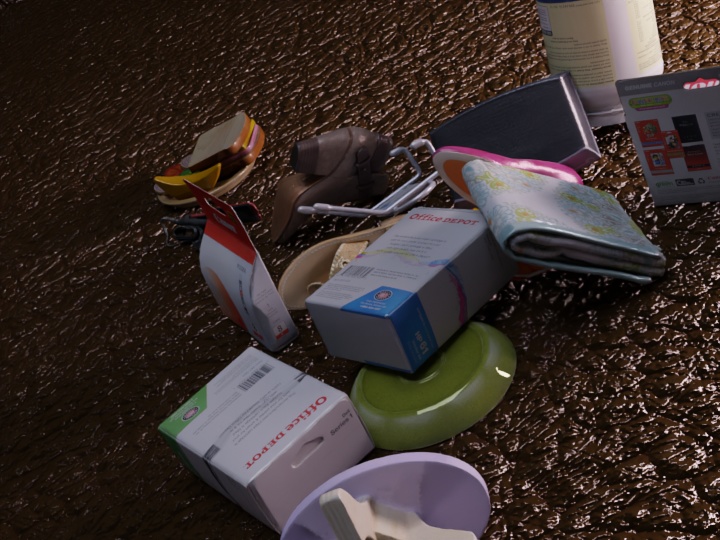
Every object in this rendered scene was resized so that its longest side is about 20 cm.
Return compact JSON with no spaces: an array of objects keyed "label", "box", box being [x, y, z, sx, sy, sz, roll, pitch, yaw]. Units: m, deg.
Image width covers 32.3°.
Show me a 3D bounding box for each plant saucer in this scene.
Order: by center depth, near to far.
[{"label":"plant saucer","box":[0.072,0.114,1.360,0.200,0.031,0.200,-20,31,13]}]

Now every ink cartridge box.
[{"label":"ink cartridge box","box":[-0.103,0.179,1.346,0.146,0.084,0.200,-41,33,-20]},{"label":"ink cartridge box","box":[0.407,-0.171,1.379,0.200,0.176,0.084,-3,38,35]},{"label":"ink cartridge box","box":[0.061,0.016,1.407,0.144,0.085,0.200,8,42,49]},{"label":"ink cartridge box","box":[-0.166,-0.007,1.565,0.050,0.200,0.162,-37,31,-15]}]

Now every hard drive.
[{"label":"hard drive","box":[0.191,-0.163,1.585,0.200,0.135,0.042,-22,-10,20]}]

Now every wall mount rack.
[{"label":"wall mount rack","box":[0.016,-0.102,1.629,0.174,0.075,0.200,-36,7,-10]}]

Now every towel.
[{"label":"towel","box":[0.221,-0.053,1.372,0.200,0.048,0.171,12,25,-19]}]

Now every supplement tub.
[{"label":"supplement tub","box":[0.311,-0.301,1.609,0.145,0.200,0.145,-13,21,5]}]

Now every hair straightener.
[{"label":"hair straightener","box":[-0.241,-0.066,1.876,0.200,0.041,0.077,2,41,41]}]

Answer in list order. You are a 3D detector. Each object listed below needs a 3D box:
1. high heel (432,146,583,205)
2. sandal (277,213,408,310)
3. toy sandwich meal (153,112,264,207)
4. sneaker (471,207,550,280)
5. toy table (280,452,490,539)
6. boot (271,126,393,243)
[{"label":"high heel","box":[0.180,-0.122,1.502,0.200,0.067,0.096,17,41,-9]},{"label":"sandal","box":[-0.002,-0.005,1.556,0.211,0.078,0.070,-27,28,-10]},{"label":"toy sandwich meal","box":[-0.253,-0.180,2.029,0.205,0.070,0.205,-20,31,13]},{"label":"sneaker","box":[0.162,-0.035,1.470,0.200,0.077,0.073,1,39,38]},{"label":"toy table","box":[0.018,0.246,1.075,0.200,0.184,0.117,-35,12,11]},{"label":"boot","box":[-0.036,-0.115,1.735,0.146,0.200,0.070,-2,49,-24]}]
